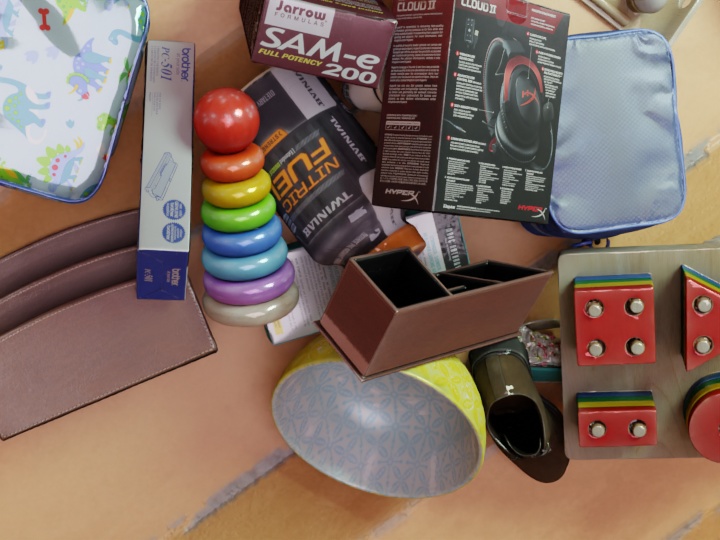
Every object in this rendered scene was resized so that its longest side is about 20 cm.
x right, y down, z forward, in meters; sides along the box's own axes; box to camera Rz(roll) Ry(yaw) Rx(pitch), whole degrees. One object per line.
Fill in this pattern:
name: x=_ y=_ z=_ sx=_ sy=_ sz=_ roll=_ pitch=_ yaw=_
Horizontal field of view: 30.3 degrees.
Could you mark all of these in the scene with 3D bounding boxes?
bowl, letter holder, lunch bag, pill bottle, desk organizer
bowl: x=0.027 y=0.108 z=1.218 sx=0.199 sy=0.200 sz=0.108 roll=31 pitch=48 yaw=-13
letter holder: x=-0.246 y=0.037 z=1.171 sx=0.199 sy=0.101 sz=0.143 roll=-22 pitch=100 yaw=-7
lunch bag: x=-0.276 y=-0.169 z=1.144 sx=0.160 sy=0.082 sz=0.201 roll=16 pitch=95 yaw=-14
pill bottle: x=-0.028 y=-0.079 z=1.162 sx=0.106 sy=0.106 sz=0.200 roll=-37 pitch=82 yaw=-4
desk organizer: x=0.066 y=0.024 z=1.130 sx=0.199 sy=0.072 sz=0.077 roll=-12 pitch=140 yaw=-42
lunch bag: x=0.211 y=-0.115 z=1.221 sx=0.135 sy=0.132 sz=0.202 roll=-5 pitch=93 yaw=-8

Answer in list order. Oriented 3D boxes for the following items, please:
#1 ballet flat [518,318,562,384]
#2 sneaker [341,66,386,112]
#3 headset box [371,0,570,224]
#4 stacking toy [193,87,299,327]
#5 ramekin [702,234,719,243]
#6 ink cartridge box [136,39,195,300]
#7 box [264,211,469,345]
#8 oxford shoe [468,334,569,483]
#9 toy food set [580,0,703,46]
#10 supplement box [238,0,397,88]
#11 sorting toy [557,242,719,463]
ballet flat: x=0.211 y=0.079 z=1.284 sx=0.199 sy=0.076 sz=0.064 roll=9 pitch=65 yaw=-17
sneaker: x=0.058 y=-0.221 z=1.172 sx=0.200 sy=0.080 sz=0.076 roll=-50 pitch=117 yaw=-18
headset box: x=0.094 y=-0.144 z=1.094 sx=0.148 sy=0.075 sz=0.201 roll=3 pitch=94 yaw=-44
stacking toy: x=-0.101 y=-0.057 z=1.118 sx=0.085 sy=0.085 sz=0.201 roll=-8 pitch=116 yaw=-10
ramekin: x=0.384 y=0.053 z=1.292 sx=0.199 sy=0.105 sz=0.202 roll=-2 pitch=99 yaw=-11
ink cartridge box: x=-0.164 y=-0.085 z=1.123 sx=0.044 sy=0.094 sz=0.201 roll=2 pitch=64 yaw=-9
box: x=0.000 y=0.000 z=1.238 sx=0.199 sy=0.049 sz=0.083 roll=-16 pitch=100 yaw=-8
oxford shoe: x=0.150 y=0.152 z=1.244 sx=0.072 sy=0.085 sz=0.200 roll=-21 pitch=135 yaw=14
toy food set: x=0.246 y=-0.318 z=1.236 sx=0.199 sy=0.060 sz=0.144 roll=34 pitch=91 yaw=-14
supplement box: x=-0.041 y=-0.216 z=1.119 sx=0.108 sy=0.200 sz=0.061 roll=10 pitch=111 yaw=-12
sorting toy: x=0.280 y=0.082 z=1.192 sx=0.197 sy=0.070 sz=0.201 roll=-2 pitch=106 yaw=9
